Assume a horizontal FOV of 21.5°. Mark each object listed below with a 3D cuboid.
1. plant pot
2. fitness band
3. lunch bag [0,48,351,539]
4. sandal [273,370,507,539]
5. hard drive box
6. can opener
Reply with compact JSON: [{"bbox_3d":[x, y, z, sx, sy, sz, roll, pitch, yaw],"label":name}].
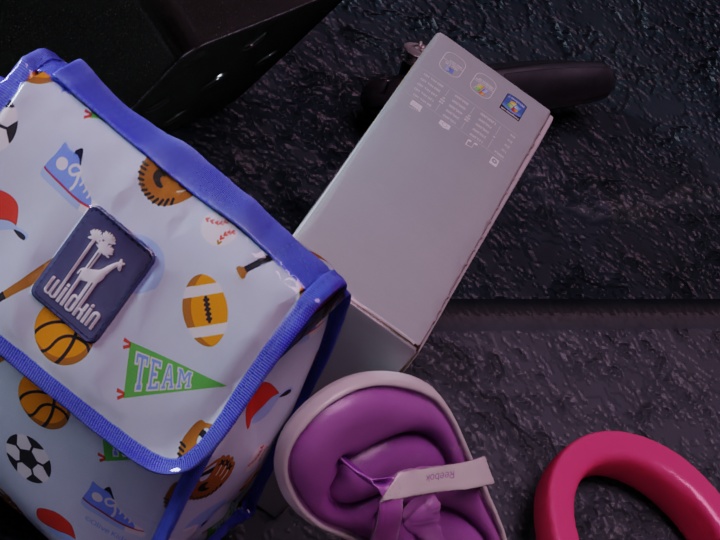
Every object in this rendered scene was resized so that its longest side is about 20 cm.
[{"bbox_3d":[-0.123,-0.172,0.994,0.200,0.199,0.178,-28,84,-44],"label":"plant pot"},{"bbox_3d":[0.162,0.176,0.997,0.143,0.037,0.201,-7,61,-37],"label":"fitness band"},{"bbox_3d":[-0.107,0.024,0.813,0.170,0.200,0.124,38,43,10],"label":"lunch bag"},{"bbox_3d":[0.030,0.108,0.870,0.050,0.083,0.203,38,-6,39],"label":"sandal"},{"bbox_3d":[0.000,0.000,0.949,0.077,0.156,0.200,35,43,-3],"label":"hard drive box"},{"bbox_3d":[0.079,-0.108,1.170,0.063,0.079,0.199,19,25,39],"label":"can opener"}]
